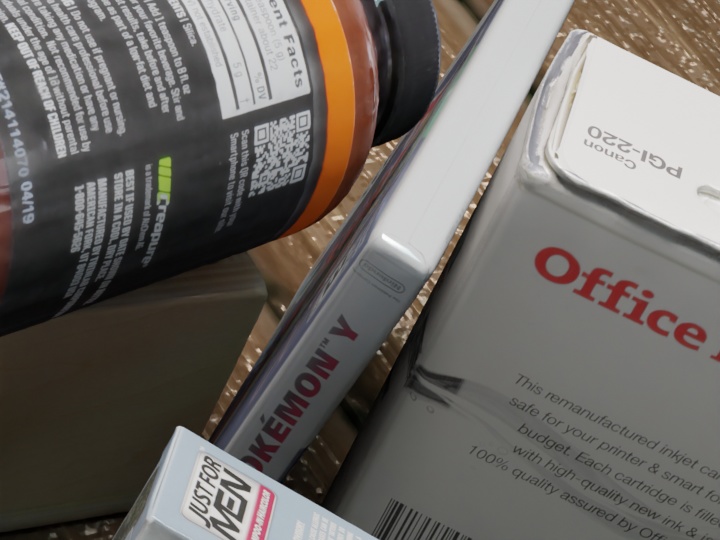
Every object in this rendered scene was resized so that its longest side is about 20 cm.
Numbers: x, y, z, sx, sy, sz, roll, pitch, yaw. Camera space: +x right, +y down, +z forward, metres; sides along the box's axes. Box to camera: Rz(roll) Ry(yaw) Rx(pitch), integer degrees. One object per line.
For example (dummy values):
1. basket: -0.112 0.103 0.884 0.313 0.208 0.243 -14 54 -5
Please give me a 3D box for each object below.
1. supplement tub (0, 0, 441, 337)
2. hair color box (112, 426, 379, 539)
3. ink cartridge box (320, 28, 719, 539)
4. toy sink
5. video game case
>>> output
1. supplement tub: -0.069 -0.048 0.795 0.200 0.107 0.107 -20 57 -43
2. hair color box: 0.013 0.136 0.720 0.199 0.099 0.061 30 19 -6
3. ink cartridge box: 0.082 0.047 0.868 0.145 0.200 0.085 25 38 -2
4. toy sink: -0.140 -0.026 0.894 0.130 0.112 0.200 -6 49 -35
5. video game case: 0.000 0.000 0.889 0.023 0.182 0.200 32 38 -3
